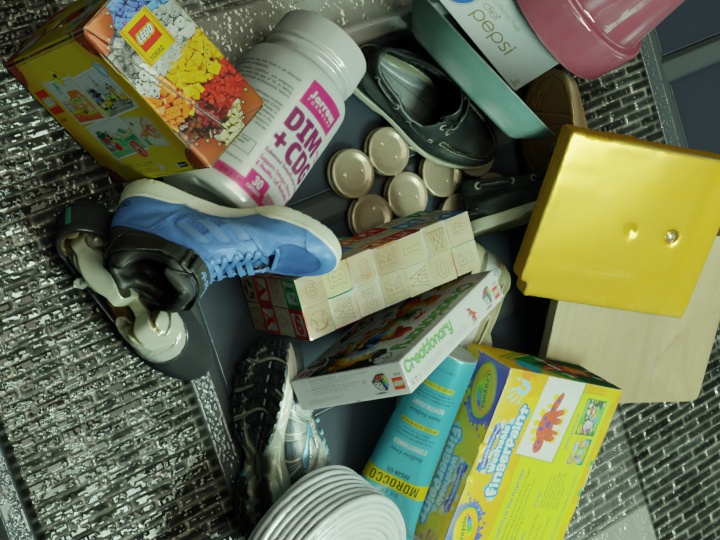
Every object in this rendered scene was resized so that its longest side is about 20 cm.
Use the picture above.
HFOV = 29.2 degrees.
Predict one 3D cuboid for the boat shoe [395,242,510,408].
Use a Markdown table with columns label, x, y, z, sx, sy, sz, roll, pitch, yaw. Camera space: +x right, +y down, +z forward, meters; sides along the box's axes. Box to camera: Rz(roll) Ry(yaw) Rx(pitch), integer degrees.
| label | x | y | z | sx | sy | sz | roll | pitch | yaw |
| --- | --- | --- | --- | --- | --- | --- | --- | --- | --- |
| boat shoe | 0.101 | 0.073 | 1.412 | 0.068 | 0.075 | 0.201 | 28 | 80 | -33 |

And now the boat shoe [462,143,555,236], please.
| label | x | y | z | sx | sy | sz | roll | pitch | yaw |
| --- | --- | --- | --- | --- | --- | --- | --- | --- | --- |
| boat shoe | 0.197 | -0.095 | 1.418 | 0.198 | 0.074 | 0.067 | -19 | 82 | 11 |

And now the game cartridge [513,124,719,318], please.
| label | x | y | z | sx | sy | sz | roll | pitch | yaw |
| --- | --- | --- | --- | --- | --- | --- | --- | --- | --- |
| game cartridge | 0.263 | -0.046 | 1.377 | 0.198 | 0.032 | 0.177 | 9 | 113 | -20 |

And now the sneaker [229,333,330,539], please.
| label | x | y | z | sx | sy | sz | roll | pitch | yaw |
| --- | --- | --- | --- | --- | --- | --- | --- | --- | --- |
| sneaker | -0.071 | 0.159 | 1.314 | 0.086 | 0.077 | 0.202 | 0 | 96 | -43 |

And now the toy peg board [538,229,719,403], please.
| label | x | y | z | sx | sy | sz | roll | pitch | yaw |
| --- | --- | --- | --- | --- | --- | --- | --- | --- | --- |
| toy peg board | 0.279 | 0.033 | 1.496 | 0.197 | 0.098 | 0.201 | 0 | 116 | -18 |

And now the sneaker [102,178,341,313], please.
| label | x | y | z | sx | sy | sz | roll | pitch | yaw |
| --- | --- | --- | --- | --- | --- | --- | --- | --- | --- |
| sneaker | -0.120 | -0.004 | 1.179 | 0.198 | 0.077 | 0.112 | 16 | 50 | -4 |

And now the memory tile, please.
| label | x | y | z | sx | sy | sz | roll | pitch | yaw |
| --- | --- | --- | --- | --- | --- | --- | --- | --- | --- |
| memory tile | 0.063 | -0.089 | 1.427 | 0.199 | 0.017 | 0.154 | -33 | 105 | -28 |

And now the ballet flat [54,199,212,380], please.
| label | x | y | z | sx | sy | sz | roll | pitch | yaw |
| --- | --- | --- | --- | --- | --- | --- | --- | --- | --- |
| ballet flat | -0.203 | 0.029 | 1.223 | 0.073 | 0.073 | 0.201 | -43 | 109 | -25 |

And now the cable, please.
| label | x | y | z | sx | sy | sz | roll | pitch | yaw |
| --- | --- | --- | --- | --- | --- | --- | --- | --- | --- |
| cable | -0.040 | 0.283 | 1.280 | 0.200 | 0.069 | 0.201 | -36 | 136 | -32 |

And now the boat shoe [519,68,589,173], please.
| label | x | y | z | sx | sy | sz | roll | pitch | yaw |
| --- | --- | --- | --- | --- | --- | --- | --- | --- | --- |
| boat shoe | 0.222 | -0.119 | 1.499 | 0.069 | 0.073 | 0.202 | -15 | 105 | -48 |

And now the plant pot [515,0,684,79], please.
| label | x | y | z | sx | sy | sz | roll | pitch | yaw |
| --- | --- | --- | --- | --- | --- | --- | --- | --- | --- |
| plant pot | 0.267 | -0.325 | 1.422 | 0.200 | 0.178 | 0.201 | 33 | 42 | -36 |

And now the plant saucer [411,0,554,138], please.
| label | x | y | z | sx | sy | sz | roll | pitch | yaw |
| --- | --- | --- | --- | --- | --- | --- | --- | --- | --- |
| plant saucer | 0.113 | -0.196 | 1.380 | 0.036 | 0.200 | 0.200 | -43 | 114 | 10 |

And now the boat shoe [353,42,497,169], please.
| label | x | y | z | sx | sy | sz | roll | pitch | yaw |
| --- | --- | --- | --- | --- | --- | --- | --- | --- | --- |
| boat shoe | 0.073 | -0.166 | 1.387 | 0.199 | 0.066 | 0.075 | 37 | 69 | -25 |

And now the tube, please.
| label | x | y | z | sx | sy | sz | roll | pitch | yaw |
| --- | --- | --- | --- | --- | --- | --- | --- | --- | --- |
| tube | 0.052 | 0.165 | 1.348 | 0.077 | 0.050 | 0.201 | 25 | 104 | 10 |

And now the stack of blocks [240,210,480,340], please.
| label | x | y | z | sx | sy | sz | roll | pitch | yaw |
| --- | --- | --- | --- | --- | --- | --- | --- | --- | --- |
| stack of blocks | 0.000 | 0.000 | 1.321 | 0.199 | 0.115 | 0.059 | -22 | 104 | -27 |

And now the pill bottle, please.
| label | x | y | z | sx | sy | sz | roll | pitch | yaw |
| --- | --- | --- | --- | --- | --- | --- | --- | --- | --- |
| pill bottle | -0.085 | -0.136 | 1.278 | 0.113 | 0.113 | 0.201 | 42 | 68 | -24 |

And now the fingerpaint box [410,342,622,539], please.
| label | x | y | z | sx | sy | sz | roll | pitch | yaw |
| --- | --- | --- | --- | --- | --- | --- | --- | --- | --- |
| fingerpaint box | 0.153 | 0.188 | 1.400 | 0.166 | 0.073 | 0.201 | 12 | 102 | -37 |

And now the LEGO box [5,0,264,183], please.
| label | x | y | z | sx | sy | sz | roll | pitch | yaw |
| --- | --- | --- | --- | --- | --- | --- | --- | --- | --- |
| LEGO box | -0.194 | -0.157 | 1.161 | 0.149 | 0.199 | 0.077 | 48 | 67 | -22 |

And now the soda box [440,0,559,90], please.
| label | x | y | z | sx | sy | sz | roll | pitch | yaw |
| --- | --- | --- | --- | --- | --- | --- | --- | --- | --- |
| soda box | 0.130 | -0.289 | 1.432 | 0.200 | 0.068 | 0.064 | 46 | 35 | -23 |

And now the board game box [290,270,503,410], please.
| label | x | y | z | sx | sy | sz | roll | pitch | yaw |
| --- | --- | --- | --- | --- | --- | --- | --- | --- | --- |
| board game box | 0.038 | 0.064 | 1.302 | 0.200 | 0.126 | 0.035 | -40 | 112 | -51 |
